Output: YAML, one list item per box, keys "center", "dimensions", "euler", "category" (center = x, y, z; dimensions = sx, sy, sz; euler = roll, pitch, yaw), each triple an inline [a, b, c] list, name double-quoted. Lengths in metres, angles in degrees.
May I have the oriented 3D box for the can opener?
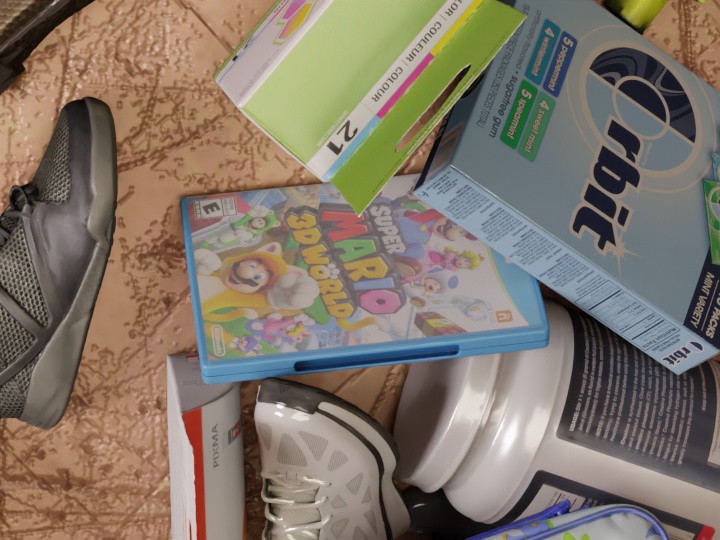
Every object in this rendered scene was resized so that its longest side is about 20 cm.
- center: [0.118, 0.173, 1.665]
  dimensions: [0.200, 0.053, 0.067]
  euler: [5, 103, -13]
  category: "can opener"

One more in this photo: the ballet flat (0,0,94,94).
- center: [-0.176, -0.168, 1.535]
  dimensions: [0.200, 0.067, 0.046]
  euler: [-43, 76, 5]
  category: "ballet flat"

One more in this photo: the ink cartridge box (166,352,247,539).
- center: [-0.083, 0.147, 1.545]
  dimensions: [0.050, 0.200, 0.163]
  euler: [-3, 104, -9]
  category: "ink cartridge box"

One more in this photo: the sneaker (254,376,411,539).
- center: [-0.028, 0.150, 1.534]
  dimensions: [0.076, 0.201, 0.115]
  euler: [14, 63, 24]
  category: "sneaker"

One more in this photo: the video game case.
- center: [0.000, 0.000, 1.558]
  dimensions: [0.200, 0.143, 0.018]
  euler: [-6, 135, -5]
  category: "video game case"

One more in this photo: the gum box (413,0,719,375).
- center: [0.145, -0.062, 1.570]
  dimensions: [0.200, 0.045, 0.170]
  euler: [34, 54, -16]
  category: "gum box"

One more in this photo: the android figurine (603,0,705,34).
- center: [0.196, -0.246, 1.590]
  dimensions: [0.182, 0.041, 0.200]
  euler: [39, 95, -16]
  category: "android figurine"

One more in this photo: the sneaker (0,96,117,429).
- center: [-0.207, -0.010, 1.551]
  dimensions: [0.114, 0.076, 0.200]
  euler: [13, 106, -19]
  category: "sneaker"

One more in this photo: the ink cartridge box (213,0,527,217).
- center: [0.003, -0.125, 1.498]
  dimensions: [0.076, 0.200, 0.148]
  euler: [40, 93, -16]
  category: "ink cartridge box"

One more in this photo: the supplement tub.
- center: [0.134, 0.099, 1.605]
  dimensions: [0.200, 0.140, 0.141]
  euler: [20, 99, -14]
  category: "supplement tub"

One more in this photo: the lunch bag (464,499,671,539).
- center: [0.094, 0.222, 1.496]
  dimensions: [0.200, 0.082, 0.161]
  euler: [-18, 85, -14]
  category: "lunch bag"
